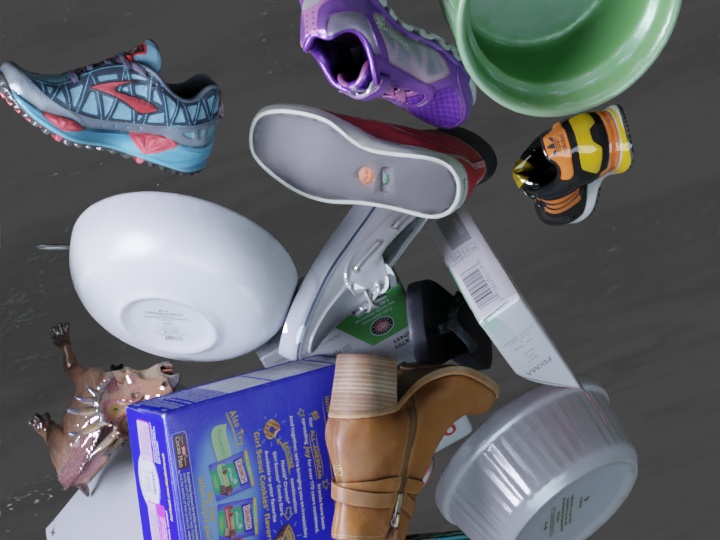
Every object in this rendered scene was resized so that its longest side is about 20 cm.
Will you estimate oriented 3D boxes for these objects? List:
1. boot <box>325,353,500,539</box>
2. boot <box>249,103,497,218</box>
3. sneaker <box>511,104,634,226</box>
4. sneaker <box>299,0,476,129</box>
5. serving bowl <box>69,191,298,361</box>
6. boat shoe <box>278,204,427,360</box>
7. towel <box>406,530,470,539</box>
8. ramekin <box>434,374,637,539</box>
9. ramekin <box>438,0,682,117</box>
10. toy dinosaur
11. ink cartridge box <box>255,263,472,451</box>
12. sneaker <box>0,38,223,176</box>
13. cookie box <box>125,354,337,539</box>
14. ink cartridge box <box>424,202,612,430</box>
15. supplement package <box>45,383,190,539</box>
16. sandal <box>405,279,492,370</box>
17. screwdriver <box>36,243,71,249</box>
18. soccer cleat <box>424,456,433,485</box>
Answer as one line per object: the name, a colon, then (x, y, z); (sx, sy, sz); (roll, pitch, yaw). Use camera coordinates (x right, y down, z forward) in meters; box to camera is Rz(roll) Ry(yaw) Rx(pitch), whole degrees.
boot: (0.045, 0.156, 1.637); (0.199, 0.076, 0.157); (11, 79, -53)
boot: (0.013, -0.103, 1.662); (0.198, 0.144, 0.073); (17, 110, 14)
sneaker: (0.166, -0.088, 1.681); (0.089, 0.071, 0.200); (-10, 166, -15)
sneaker: (0.016, -0.169, 1.594); (0.080, 0.089, 0.200); (-24, 132, 36)
serving bowl: (-0.154, 0.020, 1.623); (0.198, 0.066, 0.201); (9, 147, 6)
boat shoe: (0.000, 0.000, 1.661); (0.201, 0.065, 0.074); (-58, 167, -21)
towel: (0.079, 0.321, 1.954); (0.199, 0.022, 0.148); (2, 123, -44)
ramekin: (0.178, 0.201, 1.861); (0.201, 0.094, 0.203); (-29, 150, -18)
ramekin: (0.159, -0.238, 1.606); (0.198, 0.098, 0.202); (-9, 125, -14)
toy dinosaur: (-0.234, 0.140, 1.688); (0.085, 0.136, 0.201); (8, 122, -25)
ink cartridge box: (-0.001, 0.094, 1.776); (0.146, 0.083, 0.201); (-29, 127, 0)
sneaker: (-0.201, -0.149, 1.561); (0.199, 0.079, 0.096); (14, 107, -36)
cookie box: (-0.086, 0.176, 1.632); (0.199, 0.075, 0.173); (-13, 101, -33)
ink cartridge box: (0.141, 0.051, 1.751); (0.050, 0.161, 0.201); (-32, 127, 3)
supplement package: (-0.178, 0.234, 1.760); (0.110, 0.156, 0.200); (29, 110, -32)
sandal: (0.087, 0.048, 1.743); (0.042, 0.077, 0.200); (-11, 171, 21)
screwdriver: (-0.180, -0.018, 1.674); (0.198, 0.029, 0.028); (-2, 123, -19)
soccer cleat: (-0.017, 0.226, 1.856); (0.199, 0.067, 0.076); (-33, 168, -2)
